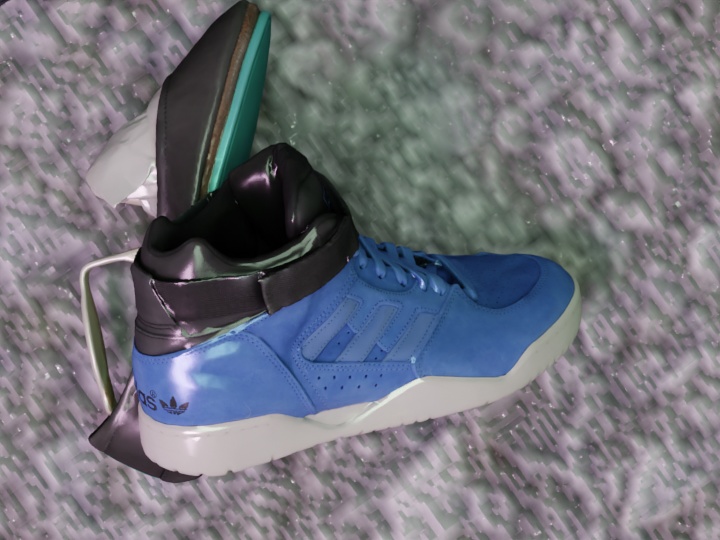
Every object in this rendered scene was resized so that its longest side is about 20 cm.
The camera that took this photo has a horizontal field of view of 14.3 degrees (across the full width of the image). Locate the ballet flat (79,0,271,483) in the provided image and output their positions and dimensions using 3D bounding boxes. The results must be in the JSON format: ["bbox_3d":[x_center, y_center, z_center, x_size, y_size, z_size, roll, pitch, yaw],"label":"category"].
[{"bbox_3d":[-0.080,-0.013,1.169,0.068,0.068,0.200,6,91,5],"label":"ballet flat"}]

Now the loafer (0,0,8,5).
[{"bbox_3d":[-0.140,-0.146,1.156,0.200,0.072,0.073,-17,93,-3],"label":"loafer"}]

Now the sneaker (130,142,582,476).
[{"bbox_3d":[0.001,0.000,1.133,0.200,0.077,0.111,-16,117,-23],"label":"sneaker"}]
